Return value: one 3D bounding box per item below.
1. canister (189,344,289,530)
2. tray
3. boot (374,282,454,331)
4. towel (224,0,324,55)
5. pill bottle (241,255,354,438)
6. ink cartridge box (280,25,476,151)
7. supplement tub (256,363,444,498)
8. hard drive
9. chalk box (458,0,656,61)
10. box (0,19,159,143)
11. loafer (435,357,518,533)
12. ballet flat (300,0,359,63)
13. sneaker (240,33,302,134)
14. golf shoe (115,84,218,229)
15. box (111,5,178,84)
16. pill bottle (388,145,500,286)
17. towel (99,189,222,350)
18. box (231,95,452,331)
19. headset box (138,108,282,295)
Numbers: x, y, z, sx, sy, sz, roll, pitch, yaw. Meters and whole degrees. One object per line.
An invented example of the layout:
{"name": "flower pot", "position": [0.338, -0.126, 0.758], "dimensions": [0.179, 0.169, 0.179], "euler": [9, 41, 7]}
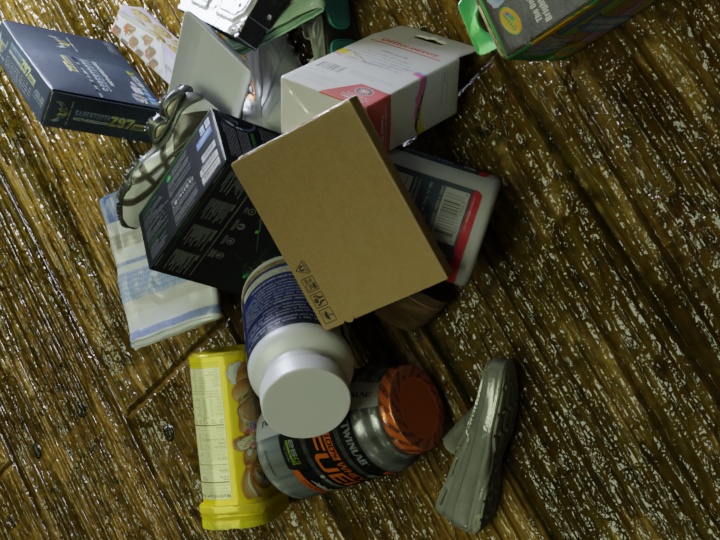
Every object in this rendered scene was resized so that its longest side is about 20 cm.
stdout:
{"name": "canister", "position": [-0.144, 0.192, 1.602], "dimensions": [0.086, 0.148, 0.202], "euler": [-6, 91, 12]}
{"name": "tray", "position": [-0.171, -0.205, 1.544], "dimensions": [0.107, 0.022, 0.200], "euler": [44, 149, 10]}
{"name": "boot", "position": [0.000, 0.000, 1.471], "dimensions": [0.199, 0.074, 0.076], "euler": [33, 129, -9]}
{"name": "towel", "position": [-0.097, -0.346, 1.521], "dimensions": [0.152, 0.023, 0.201], "euler": [-21, 55, 35]}
{"name": "pill bottle", "position": [-0.067, 0.081, 1.460], "dimensions": [0.116, 0.115, 0.200], "euler": [-59, 23, 26]}
{"name": "ink cartridge box", "position": [0.024, -0.189, 1.409], "dimensions": [0.116, 0.200, 0.068], "euler": [24, 129, 32]}
{"name": "supplement tub", "position": [-0.011, 0.177, 1.513], "dimensions": [0.199, 0.122, 0.123], "euler": [-23, 82, 37]}
{"name": "hard drive", "position": [-0.112, -0.354, 1.498], "dimensions": [0.140, 0.038, 0.201], "euler": [34, 95, 47]}
{"name": "chalk box", "position": [0.185, -0.282, 1.307], "dimensions": [0.199, 0.123, 0.125], "euler": [-29, 79, 37]}
{"name": "box", "position": [-0.347, -0.233, 1.663], "dimensions": [0.200, 0.157, 0.051], "euler": [48, 123, 44]}
{"name": "loafer", "position": [0.121, 0.184, 1.447], "dimensions": [0.069, 0.070, 0.201], "euler": [19, 108, 25]}
{"name": "ballet flat", "position": [-0.034, -0.256, 1.516], "dimensions": [0.064, 0.067, 0.201], "euler": [-23, 76, 44]}
{"name": "sneaker", "position": [-0.086, -0.225, 1.564], "dimensions": [0.091, 0.076, 0.202], "euler": [1, 87, 9]}
{"name": "golf shoe", "position": [-0.217, -0.113, 1.563], "dimensions": [0.094, 0.078, 0.201], "euler": [31, 124, 2]}
{"name": "box", "position": [-0.233, -0.260, 1.678], "dimensions": [0.200, 0.041, 0.039], "euler": [43, 119, 26]}
{"name": "pill bottle", "position": [0.035, -0.070, 1.402], "dimensions": [0.199, 0.120, 0.120], "euler": [19, 109, 4]}
{"name": "towel", "position": [-0.243, -0.017, 1.632], "dimensions": [0.146, 0.024, 0.201], "euler": [-18, 80, 31]}
{"name": "box", "position": [-0.020, -0.053, 1.344], "dimensions": [0.163, 0.021, 0.201], "euler": [-24, 100, 33]}
{"name": "headset box", "position": [-0.118, -0.064, 1.520], "dimensions": [0.174, 0.199, 0.093], "euler": [-51, 39, 31]}
